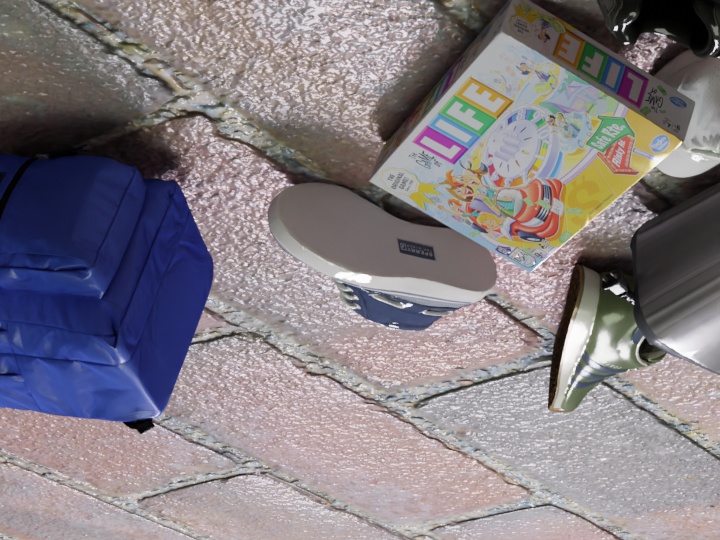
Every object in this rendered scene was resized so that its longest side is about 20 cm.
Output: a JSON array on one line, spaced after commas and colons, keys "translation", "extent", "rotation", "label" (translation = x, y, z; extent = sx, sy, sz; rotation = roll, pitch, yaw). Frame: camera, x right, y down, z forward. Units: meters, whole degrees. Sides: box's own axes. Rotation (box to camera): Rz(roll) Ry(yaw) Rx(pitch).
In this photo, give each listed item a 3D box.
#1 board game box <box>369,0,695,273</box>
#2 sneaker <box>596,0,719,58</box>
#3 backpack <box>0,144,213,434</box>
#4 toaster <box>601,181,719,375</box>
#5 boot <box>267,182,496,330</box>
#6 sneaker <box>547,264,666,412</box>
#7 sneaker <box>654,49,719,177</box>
[{"translation": [0.106, -0.082, 1.151], "extent": [0.134, 0.034, 0.200], "rotation": [29, 147, -10], "label": "board game box"}, {"translation": [0.217, -0.161, 0.963], "extent": [0.198, 0.099, 0.071], "rotation": [-3, 151, 5], "label": "sneaker"}, {"translation": [-0.227, 0.001, 1.250], "extent": [0.198, 0.163, 0.169], "rotation": [0, 134, 22], "label": "backpack"}, {"translation": [0.285, 0.003, 1.273], "extent": [0.199, 0.115, 0.129], "rotation": [22, 143, -28], "label": "toaster"}, {"translation": [0.000, 0.000, 1.319], "extent": [0.199, 0.073, 0.090], "rotation": [18, 143, -31], "label": "boot"}, {"translation": [0.205, 0.064, 1.441], "extent": [0.089, 0.068, 0.201], "rotation": [6, 150, 2], "label": "sneaker"}, {"translation": [0.229, -0.095, 1.103], "extent": [0.074, 0.089, 0.200], "rotation": [6, 153, -13], "label": "sneaker"}]
